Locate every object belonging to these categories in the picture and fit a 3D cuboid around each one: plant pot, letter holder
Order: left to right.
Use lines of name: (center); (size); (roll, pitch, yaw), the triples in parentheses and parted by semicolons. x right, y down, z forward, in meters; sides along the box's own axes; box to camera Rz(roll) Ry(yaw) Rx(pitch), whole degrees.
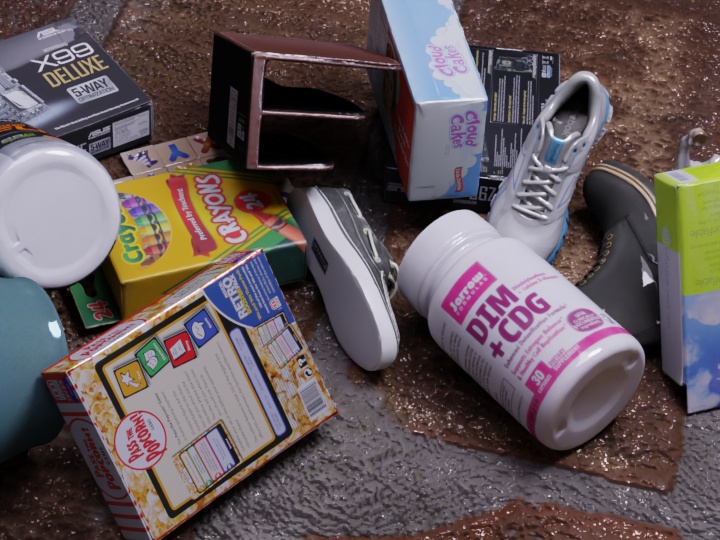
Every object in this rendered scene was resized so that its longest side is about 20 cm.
plant pot: (-0.331, 0.082, 1.486); (0.188, 0.200, 0.200); (-7, 43, -33)
letter holder: (-0.049, -0.151, 1.740); (0.142, 0.101, 0.200); (2, 11, -14)

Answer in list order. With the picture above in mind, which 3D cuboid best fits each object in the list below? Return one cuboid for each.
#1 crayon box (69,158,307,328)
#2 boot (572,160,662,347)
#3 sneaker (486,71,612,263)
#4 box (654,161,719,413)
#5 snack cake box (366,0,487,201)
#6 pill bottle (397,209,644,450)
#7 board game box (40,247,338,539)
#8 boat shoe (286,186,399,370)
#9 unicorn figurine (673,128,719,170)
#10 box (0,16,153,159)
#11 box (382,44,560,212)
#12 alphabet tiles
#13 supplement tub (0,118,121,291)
crayon box: (-0.160, -0.027, 1.694); (0.200, 0.051, 0.127); (-14, 47, -18)
boot: (0.211, -0.008, 1.702); (0.138, 0.078, 0.200); (-19, 47, -16)
sneaker: (0.162, -0.089, 1.717); (0.075, 0.087, 0.200); (20, 83, 8)
box: (0.311, 0.009, 1.621); (0.122, 0.200, 0.048); (-11, 21, -16)
snack cake box: (0.057, -0.172, 1.762); (0.067, 0.115, 0.200); (-5, 45, -11)
pill bottle: (0.128, 0.045, 1.604); (0.113, 0.114, 0.200); (-27, 53, -29)
board game box: (-0.128, 0.095, 1.511); (0.200, 0.152, 0.046); (-33, 15, -33)
boat shoe: (0.000, 0.000, 1.672); (0.064, 0.071, 0.200); (-5, 50, -26)
unicorn figurine: (0.308, -0.063, 1.742); (0.074, 0.137, 0.200); (16, 58, -2)
box: (-0.317, -0.150, 1.820); (0.200, 0.050, 0.158); (-23, 50, -25)
box: (0.107, -0.138, 1.846); (0.160, 0.044, 0.200); (5, 44, 1)
alphabet tiles: (-0.159, -0.063, 1.773); (0.200, 0.008, 0.167); (-15, 47, -20)
supplement tub: (-0.288, -0.060, 1.636); (0.122, 0.123, 0.200); (-19, 20, -23)
